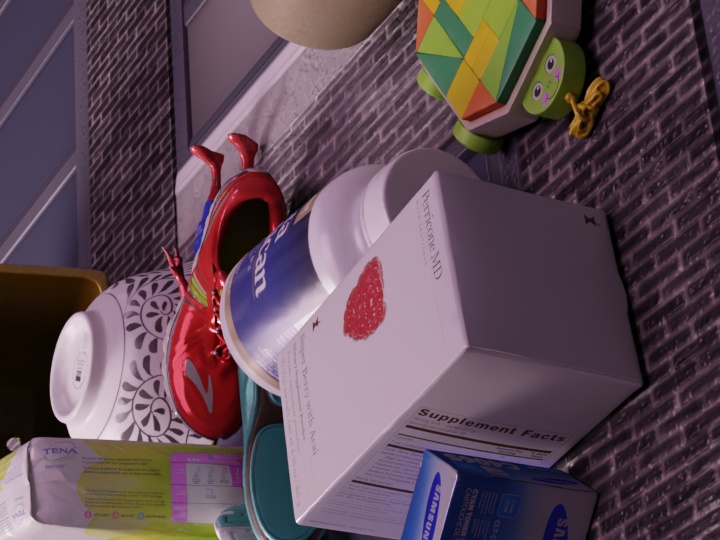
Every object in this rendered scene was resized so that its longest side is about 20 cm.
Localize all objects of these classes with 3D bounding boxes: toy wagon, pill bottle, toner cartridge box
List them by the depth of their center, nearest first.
[{"bbox_3d":[0.058,0.206,1.220,0.043,0.095,0.201,28,106,60],"label":"toner cartridge box"},{"bbox_3d":[0.094,-0.150,1.343,0.156,0.039,0.200,-65,30,25],"label":"toy wagon"},{"bbox_3d":[0.000,0.000,1.389,0.200,0.111,0.112,-37,48,52],"label":"pill bottle"}]

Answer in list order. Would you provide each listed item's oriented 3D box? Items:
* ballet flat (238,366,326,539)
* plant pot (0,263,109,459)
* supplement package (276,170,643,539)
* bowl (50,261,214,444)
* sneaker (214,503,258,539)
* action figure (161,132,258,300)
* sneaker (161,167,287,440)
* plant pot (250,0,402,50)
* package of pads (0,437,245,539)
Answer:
[{"bbox_3d":[-0.052,0.113,1.510,0.071,0.067,0.201,109,161,-58],"label":"ballet flat"},{"bbox_3d":[-0.327,0.122,1.900,0.200,0.193,0.197,121,151,-63],"label":"plant pot"},{"bbox_3d":[0.051,0.056,1.260,0.200,0.119,0.122,-49,38,43],"label":"supplement package"},{"bbox_3d":[-0.187,0.083,1.735,0.201,0.094,0.202,-30,55,55],"label":"bowl"},{"bbox_3d":[-0.050,0.246,1.456,0.200,0.077,0.092,-113,27,-53],"label":"sneaker"},{"bbox_3d":[-0.110,-0.003,1.662,0.065,0.052,0.201,-13,69,33],"label":"action figure"},{"bbox_3d":[-0.097,0.023,1.583,0.085,0.077,0.201,169,110,-82],"label":"sneaker"},{"bbox_3d":[-0.010,-0.252,1.462,0.201,0.186,0.188,108,156,-47],"label":"plant pot"},{"bbox_3d":[-0.171,0.170,1.556,0.154,0.199,0.069,-33,58,54],"label":"package of pads"}]
